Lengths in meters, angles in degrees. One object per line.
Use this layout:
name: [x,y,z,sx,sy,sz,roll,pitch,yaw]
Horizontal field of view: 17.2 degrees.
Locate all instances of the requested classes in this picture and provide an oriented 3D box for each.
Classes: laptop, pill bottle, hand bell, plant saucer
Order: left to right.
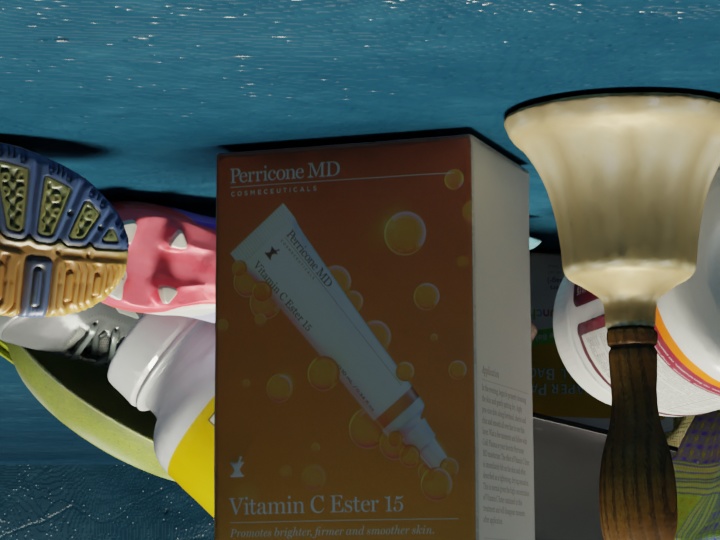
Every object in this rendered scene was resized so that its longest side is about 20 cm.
plant saucer: [-0.131,0.073,1.426,0.199,0.031,0.200,29,-165,-8]
pill bottle: [-0.037,0.095,1.278,0.200,0.113,0.112,42,180,12]
laptop: [0.121,0.107,1.373,0.176,0.104,0.200,15,-165,-18]
hand bell: [0.112,0.036,0.986,0.103,0.202,0.104,0,173,0]
pill bottle: [0.164,0.013,1.152,0.108,0.111,0.200,1,172,-12]

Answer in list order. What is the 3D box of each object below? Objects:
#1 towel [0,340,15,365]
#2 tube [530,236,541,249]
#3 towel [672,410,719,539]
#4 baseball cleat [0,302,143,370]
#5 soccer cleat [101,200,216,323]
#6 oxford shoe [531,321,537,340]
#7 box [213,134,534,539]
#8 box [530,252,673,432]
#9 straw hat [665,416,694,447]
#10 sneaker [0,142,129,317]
towel: [-0.195,0.051,1.539,0.086,0.018,0.200,35,-176,13]
tube: [0.000,0.000,1.296,0.077,0.051,0.199,6,164,-43]
towel: [0.209,0.053,1.201,0.023,0.201,0.143,33,166,-14]
baseball cleat: [-0.116,0.043,1.361,0.199,0.107,0.070,-2,148,-34]
soccer cleat: [-0.060,0.004,1.227,0.198,0.067,0.076,12,-173,-26]
oxford shoe: [0.048,0.028,1.332,0.071,0.073,0.200,43,-179,-25]
box: [0.007,0.049,1.073,0.123,0.202,0.097,-4,171,19]
box: [0.111,0.053,1.452,0.111,0.102,0.200,2,172,-10]
straw hat: [0.212,0.081,1.463,0.085,0.203,0.201,22,166,-13]
sneaker: [-0.203,-0.026,1.062,0.198,0.076,0.088,10,-179,-18]
